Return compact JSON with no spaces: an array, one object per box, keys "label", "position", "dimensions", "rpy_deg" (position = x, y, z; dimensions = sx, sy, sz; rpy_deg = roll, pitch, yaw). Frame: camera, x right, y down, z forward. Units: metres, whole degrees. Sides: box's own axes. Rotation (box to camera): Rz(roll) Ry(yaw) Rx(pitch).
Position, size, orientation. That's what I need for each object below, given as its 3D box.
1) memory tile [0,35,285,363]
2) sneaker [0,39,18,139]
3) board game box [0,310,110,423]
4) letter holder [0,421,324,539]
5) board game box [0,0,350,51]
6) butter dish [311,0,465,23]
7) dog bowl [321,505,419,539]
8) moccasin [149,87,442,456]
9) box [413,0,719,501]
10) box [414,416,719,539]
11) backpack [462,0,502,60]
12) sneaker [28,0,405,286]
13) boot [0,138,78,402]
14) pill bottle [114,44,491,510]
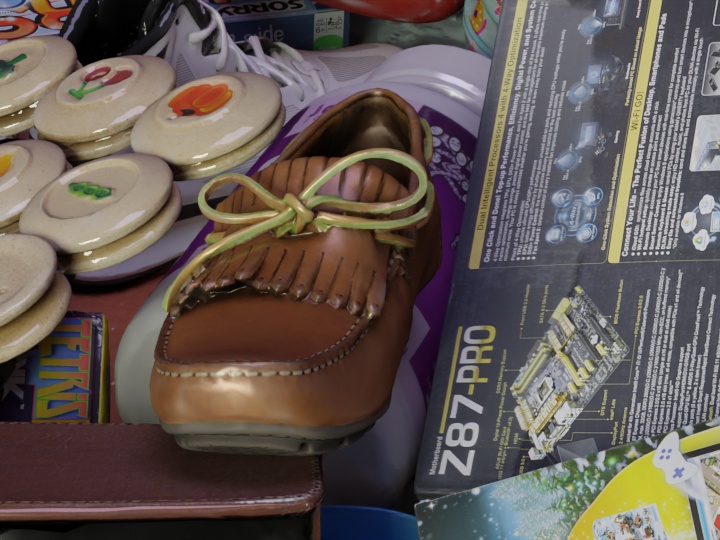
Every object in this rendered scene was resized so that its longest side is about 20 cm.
[{"label":"memory tile","position":[-0.132,-0.031,0.786],"dimensions":[0.199,0.017,0.153],"rpy_deg":[14,45,43]},{"label":"sneaker","position":[-0.190,-0.034,0.964],"dimensions":[0.108,0.070,0.200],"rpy_deg":[3,30,-7]},{"label":"board game box","position":[-0.168,0.093,0.811],"dimensions":[0.164,0.057,0.201],"rpy_deg":[2,36,-4]},{"label":"letter holder","position":[-0.109,0.103,0.639],"dimensions":[0.198,0.101,0.142],"rpy_deg":[1,9,-2]},{"label":"board game box","position":[-0.117,-0.130,1.127],"dimensions":[0.199,0.035,0.136],"rpy_deg":[-8,38,-14]},{"label":"butter dish","position":[-0.007,-0.177,1.043],"dimensions":[0.198,0.200,0.148],"rpy_deg":[21,57,9]},{"label":"dog bowl","position":[-0.020,0.155,0.743],"dimensions":[0.111,0.050,0.200],"rpy_deg":[15,38,16]},{"label":"moccasin","position":[-0.013,-0.004,0.712],"dimensions":[0.073,0.078,0.201],"rpy_deg":[5,22,17]},{"label":"box","position":[0.111,-0.010,0.800],"dimensions":[0.160,0.049,0.201],"rpy_deg":[-1,64,26]},{"label":"box","position":[0.096,0.142,0.674],"dimensions":[0.136,0.038,0.201],"rpy_deg":[-18,59,16]},{"label":"backpack","position":[0.135,-0.081,1.002],"dimensions":[0.166,0.127,0.200],"rpy_deg":[-30,45,-32]},{"label":"sneaker","position":[-0.048,-0.078,0.994],"dimensions":[0.200,0.116,0.076],"rpy_deg":[-26,45,-33]},{"label":"boot","position":[-0.189,0.025,0.810],"dimensions":[0.137,0.078,0.200],"rpy_deg":[3,31,18]},{"label":"pill bottle","position":[0.000,0.000,0.897],"dimensions":[0.112,0.113,0.200],"rpy_deg":[15,39,16]}]
